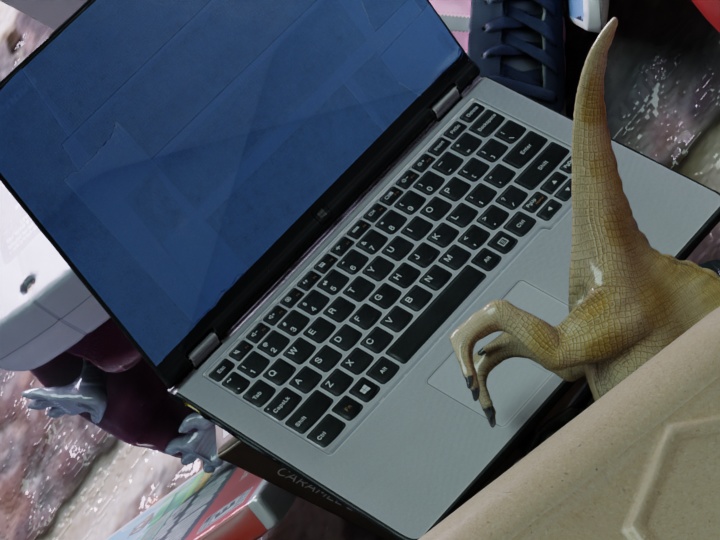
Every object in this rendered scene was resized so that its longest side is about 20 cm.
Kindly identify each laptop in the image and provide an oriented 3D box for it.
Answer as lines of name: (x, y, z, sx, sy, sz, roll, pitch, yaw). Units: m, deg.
laptop: (-0.002, -0.037, 0.997, 0.199, 0.116, 0.187, 30, 64, 32)

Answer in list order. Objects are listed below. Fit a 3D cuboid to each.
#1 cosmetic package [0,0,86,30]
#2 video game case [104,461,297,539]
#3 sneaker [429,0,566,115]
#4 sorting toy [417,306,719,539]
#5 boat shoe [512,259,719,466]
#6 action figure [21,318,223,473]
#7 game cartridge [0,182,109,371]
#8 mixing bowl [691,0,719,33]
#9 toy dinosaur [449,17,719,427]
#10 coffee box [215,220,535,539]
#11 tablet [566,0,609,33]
cosmetic package: (-0.071, -0.205, 1.296, 0.123, 0.199, 0.201, -27, 48, 44)
video game case: (-0.096, 0.128, 1.167, 0.200, 0.017, 0.143, -36, 7, 21)
sneaker: (0.058, -0.114, 1.156, 0.082, 0.070, 0.201, -59, 30, 37)
sorting toy: (0.111, 0.128, 0.845, 0.185, 0.037, 0.200, -37, 60, -7)
boat shoe: (0.089, 0.074, 1.000, 0.200, 0.060, 0.076, -51, 33, 18)
action figure: (-0.073, -0.019, 1.212, 0.149, 0.134, 0.201, -28, 32, 57)
game cartridge: (-0.099, -0.053, 1.153, 0.200, 0.041, 0.133, -44, 33, 17)
mixing bowl: (0.171, -0.125, 0.854, 0.200, 0.200, 0.109, -35, 34, 37)
toy dinosaur: (0.084, 0.022, 0.936, 0.101, 0.201, 0.058, -21, 3, 3)
coffee box: (0.000, 0.000, 1.132, 0.080, 0.114, 0.201, -38, 41, 32)
tablet: (0.090, -0.200, 1.105, 0.130, 0.014, 0.201, -83, -9, -83)
